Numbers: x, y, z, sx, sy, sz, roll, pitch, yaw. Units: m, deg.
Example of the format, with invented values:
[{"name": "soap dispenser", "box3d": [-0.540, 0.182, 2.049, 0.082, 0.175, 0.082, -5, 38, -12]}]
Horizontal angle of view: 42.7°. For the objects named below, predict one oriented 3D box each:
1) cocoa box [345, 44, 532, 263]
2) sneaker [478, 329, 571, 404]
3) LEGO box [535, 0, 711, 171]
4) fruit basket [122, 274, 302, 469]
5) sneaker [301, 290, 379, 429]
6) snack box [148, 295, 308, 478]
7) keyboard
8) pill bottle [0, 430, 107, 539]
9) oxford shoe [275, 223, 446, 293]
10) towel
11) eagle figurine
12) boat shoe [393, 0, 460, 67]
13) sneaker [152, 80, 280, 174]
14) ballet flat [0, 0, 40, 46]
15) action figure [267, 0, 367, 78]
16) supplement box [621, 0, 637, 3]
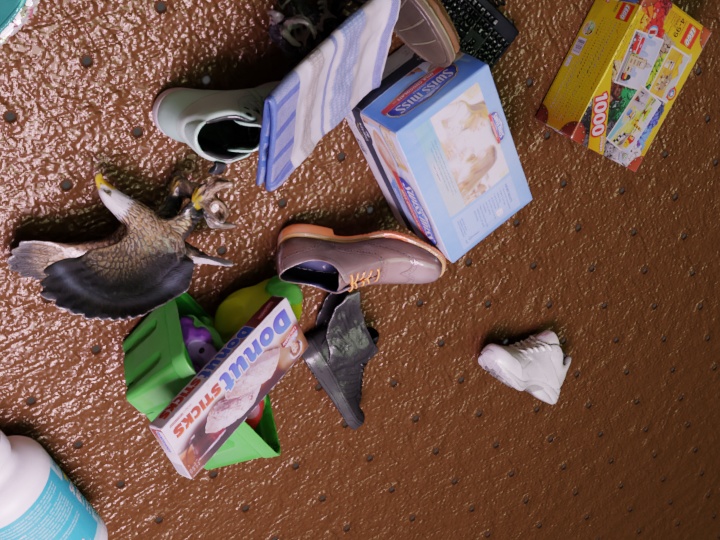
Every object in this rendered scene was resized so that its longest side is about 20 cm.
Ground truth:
[{"name": "cocoa box", "box3d": [0.089, -0.139, 1.052, 0.133, 0.131, 0.201, -37, 131, -10]}, {"name": "sneaker", "box3d": [0.246, 0.126, 1.361, 0.199, 0.078, 0.100, 26, 94, -50]}, {"name": "LEGO box", "box3d": [0.339, -0.251, 1.190, 0.148, 0.077, 0.202, 15, 107, -38]}, {"name": "fruit basket", "box3d": [-0.141, 0.100, 1.041, 0.213, 0.156, 0.218, -9, 130, -11]}, {"name": "sneaker", "box3d": [-0.011, 0.114, 1.180, 0.104, 0.060, 0.201, -35, 127, -6]}, {"name": "snack box", "box3d": [-0.132, 0.117, 0.958, 0.200, 0.024, 0.072, -48, 129, -34]}, {"name": "keyboard", "box3d": [0.116, -0.302, 1.037, 0.199, 0.040, 0.105, 27, 100, -42]}, {"name": "pill bottle", "box3d": [-0.364, 0.255, 0.993, 0.110, 0.111, 0.201, -33, 130, -13]}, {"name": "oxford shoe", "box3d": [0.000, 0.000, 1.055, 0.197, 0.073, 0.072, 4, 133, 0]}, {"name": "towel", "box3d": [-0.030, -0.178, 0.901, 0.200, 0.024, 0.147, -49, 168, -28]}, {"name": "eagle figurine", "box3d": [-0.229, -0.023, 0.908, 0.200, 0.151, 0.152, -45, 170, -20]}, {"name": "boat shoe", "box3d": [0.046, -0.303, 0.939, 0.200, 0.072, 0.068, 49, 68, -22]}, {"name": "sneaker", "box3d": [-0.098, -0.142, 0.935, 0.198, 0.118, 0.075, -8, 119, -31]}, {"name": "ballet flat", "box3d": [-0.279, -0.273, 0.774, 0.201, 0.075, 0.064, -61, 174, 14]}, {"name": "action figure", "box3d": [-0.047, -0.265, 0.911, 0.119, 0.102, 0.201, -44, 131, -19]}, {"name": "supplement box", "box3d": [0.224, -0.403, 0.929, 0.134, 0.199, 0.201, 32, 90, -41]}]
